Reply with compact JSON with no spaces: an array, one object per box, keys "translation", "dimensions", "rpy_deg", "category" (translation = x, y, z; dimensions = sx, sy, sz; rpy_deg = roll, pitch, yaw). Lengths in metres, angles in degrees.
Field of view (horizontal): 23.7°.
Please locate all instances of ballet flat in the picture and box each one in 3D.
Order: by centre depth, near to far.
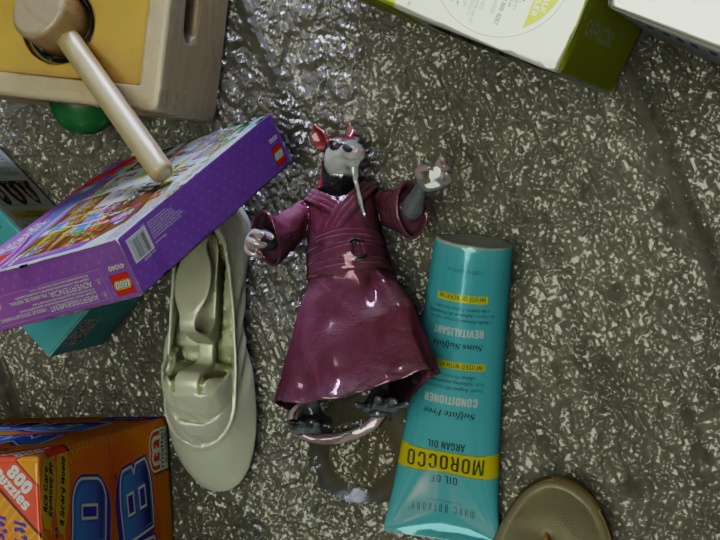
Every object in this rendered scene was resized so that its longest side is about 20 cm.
[{"translation":[-0.107,0.051,1.145],"dimensions":[0.069,0.069,0.202],"rpy_deg":[3,94,16],"category":"ballet flat"}]

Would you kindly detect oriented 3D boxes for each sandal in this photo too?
[{"translation":[0.100,0.228,1.093],"dimensions":[0.080,0.054,0.201],"rpy_deg":[28,101,4],"category":"sandal"}]

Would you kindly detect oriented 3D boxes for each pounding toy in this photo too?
[{"translation":[-0.171,-0.163,1.110],"dimensions":[0.183,0.142,0.202],"rpy_deg":[7,92,16],"category":"pounding toy"}]

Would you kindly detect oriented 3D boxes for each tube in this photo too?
[{"translation":[0.062,0.078,1.110],"dimensions":[0.077,0.050,0.202],"rpy_deg":[9,101,18],"category":"tube"}]

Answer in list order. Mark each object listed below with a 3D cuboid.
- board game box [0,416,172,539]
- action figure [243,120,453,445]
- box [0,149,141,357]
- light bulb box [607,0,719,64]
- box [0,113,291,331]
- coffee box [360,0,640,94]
[{"translation":[-0.250,0.207,1.126],"dimensions":[0.198,0.200,0.201],"rpy_deg":[-2,92,17],"category":"board game box"},{"translation":[0.000,0.000,1.107],"dimensions":[0.133,0.149,0.201],"rpy_deg":[-5,72,5],"category":"action figure"},{"translation":[-0.246,-0.031,1.174],"dimensions":[0.200,0.082,0.049],"rpy_deg":[45,105,10],"category":"box"},{"translation":[0.241,-0.208,0.959],"dimensions":[0.124,0.200,0.199],"rpy_deg":[23,99,14],"category":"light bulb box"},{"translation":[-0.145,-0.030,1.070],"dimensions":[0.136,0.200,0.039],"rpy_deg":[-13,109,31],"category":"box"},{"translation":[0.083,-0.233,1.004],"dimensions":[0.197,0.200,0.201],"rpy_deg":[24,99,14],"category":"coffee box"}]
